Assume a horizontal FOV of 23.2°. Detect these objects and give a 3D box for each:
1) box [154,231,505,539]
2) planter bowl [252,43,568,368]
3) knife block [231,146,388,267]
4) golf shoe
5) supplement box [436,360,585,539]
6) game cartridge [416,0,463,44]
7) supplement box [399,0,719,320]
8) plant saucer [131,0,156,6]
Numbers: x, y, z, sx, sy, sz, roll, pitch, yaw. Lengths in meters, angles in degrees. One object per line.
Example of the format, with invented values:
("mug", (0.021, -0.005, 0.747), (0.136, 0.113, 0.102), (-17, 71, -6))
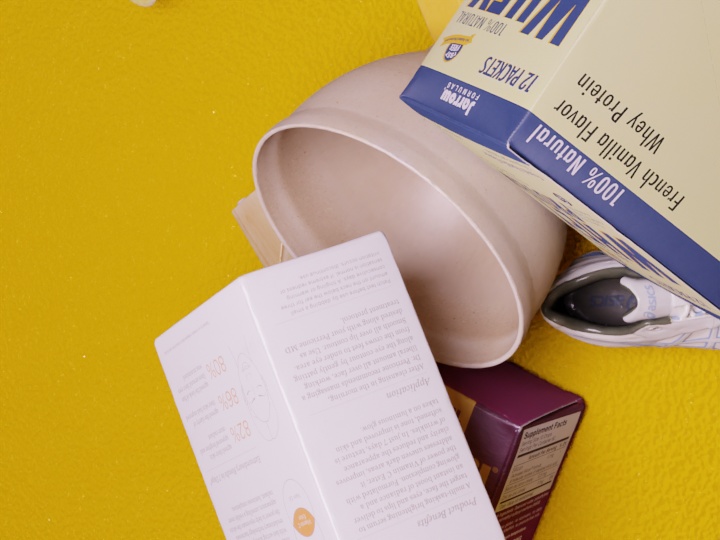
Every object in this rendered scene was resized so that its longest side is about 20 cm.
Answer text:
("box", (-0.023, 0.102, 1.064), (0.152, 0.106, 0.201), (-31, 78, 59))
("planter bowl", (0.052, -0.057, 1.088), (0.199, 0.135, 0.201), (31, 153, 18))
("knife block", (0.000, 0.000, 1.213), (0.200, 0.064, 0.176), (-39, 77, 28))
("golf shoe", (0.205, 0.020, 1.077), (0.199, 0.097, 0.079), (-8, 91, 29))
("supplement box", (0.046, 0.155, 1.183), (0.130, 0.103, 0.201), (27, 109, 26))
("game cartridge", (0.109, -0.165, 1.071), (0.175, 0.032, 0.201), (4, 127, 45))
("supplement box", (0.170, -0.111, 0.939), (0.200, 0.199, 0.134), (-56, 28, 1))
("plant saucer", (-0.177, -0.325, 1.283), (0.199, 0.048, 0.201), (34, 113, 22))
